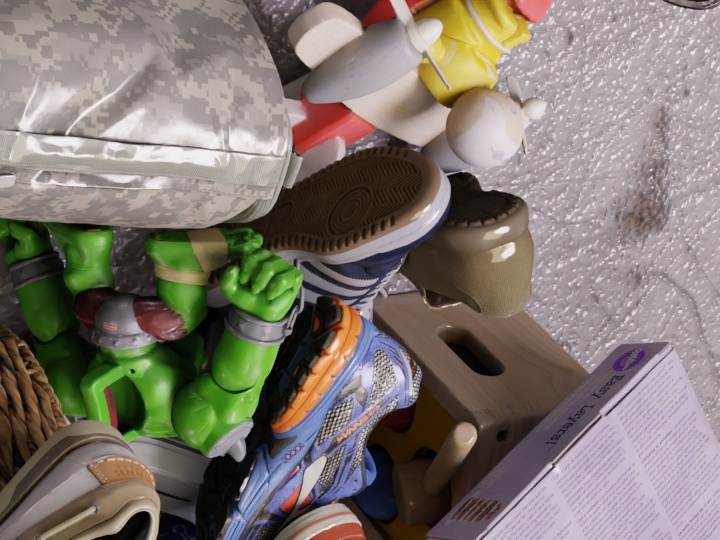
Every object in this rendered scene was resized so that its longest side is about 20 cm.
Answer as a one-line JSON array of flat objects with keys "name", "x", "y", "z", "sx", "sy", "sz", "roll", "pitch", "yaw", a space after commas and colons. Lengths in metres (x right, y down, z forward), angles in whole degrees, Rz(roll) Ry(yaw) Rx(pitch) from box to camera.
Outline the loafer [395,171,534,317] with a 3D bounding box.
[{"name": "loafer", "x": 0.050, "y": -0.014, "z": 1.226, "sx": 0.076, "sy": 0.200, "sz": 0.068, "roll": -13, "pitch": 101, "yaw": -9}]

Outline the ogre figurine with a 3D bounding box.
[{"name": "ogre figurine", "x": -0.122, "y": 0.033, "z": 1.146, "sx": 0.199, "sy": 0.098, "sz": 0.121, "roll": 6, "pitch": 105, "yaw": 12}]

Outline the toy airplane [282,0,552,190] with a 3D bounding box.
[{"name": "toy airplane", "x": 0.030, "y": -0.103, "z": 1.191, "sx": 0.199, "sy": 0.141, "sz": 0.200, "roll": -27, "pitch": 151, "yaw": -33}]

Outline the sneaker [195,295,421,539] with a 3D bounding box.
[{"name": "sneaker", "x": -0.032, "y": 0.113, "z": 1.161, "sx": 0.078, "sy": 0.075, "sz": 0.200, "roll": 24, "pitch": 116, "yaw": -18}]

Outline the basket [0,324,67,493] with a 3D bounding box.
[{"name": "basket", "x": -0.246, "y": 0.112, "z": 1.119, "sx": 0.148, "sy": 0.200, "sz": 0.143, "roll": -2, "pitch": 120, "yaw": -29}]

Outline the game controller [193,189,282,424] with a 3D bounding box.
[{"name": "game controller", "x": -0.059, "y": 0.032, "z": 1.297, "sx": 0.104, "sy": 0.042, "sz": 0.201, "roll": -11, "pitch": 124, "yaw": -43}]

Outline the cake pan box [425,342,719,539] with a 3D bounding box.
[{"name": "cake pan box", "x": 0.151, "y": 0.167, "z": 1.216, "sx": 0.200, "sy": 0.052, "sz": 0.185, "roll": -42, "pitch": 115, "yaw": -30}]

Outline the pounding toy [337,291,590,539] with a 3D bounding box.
[{"name": "pounding toy", "x": 0.062, "y": 0.117, "z": 1.309, "sx": 0.141, "sy": 0.200, "sz": 0.185, "roll": -7, "pitch": 121, "yaw": -27}]

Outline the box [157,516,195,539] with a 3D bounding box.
[{"name": "box", "x": -0.153, "y": 0.242, "z": 1.295, "sx": 0.199, "sy": 0.141, "sz": 0.079, "roll": -18, "pitch": 125, "yaw": -21}]

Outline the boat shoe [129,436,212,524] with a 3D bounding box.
[{"name": "boat shoe", "x": -0.083, "y": 0.119, "z": 1.260, "sx": 0.072, "sy": 0.062, "sz": 0.200, "roll": -18, "pitch": 150, "yaw": 31}]

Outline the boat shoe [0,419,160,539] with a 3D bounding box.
[{"name": "boat shoe", "x": -0.172, "y": 0.170, "z": 1.024, "sx": 0.075, "sy": 0.068, "sz": 0.200, "roll": 28, "pitch": 100, "yaw": -41}]

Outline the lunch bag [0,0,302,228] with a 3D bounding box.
[{"name": "lunch bag", "x": -0.147, "y": -0.092, "z": 1.076, "sx": 0.199, "sy": 0.168, "sz": 0.140, "roll": 4, "pitch": 116, "yaw": -32}]

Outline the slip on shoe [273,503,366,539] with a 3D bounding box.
[{"name": "slip on shoe", "x": -0.044, "y": 0.211, "z": 1.180, "sx": 0.074, "sy": 0.061, "sz": 0.200, "roll": -11, "pitch": 146, "yaw": -39}]

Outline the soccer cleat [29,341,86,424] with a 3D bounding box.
[{"name": "soccer cleat", "x": -0.172, "y": 0.136, "z": 1.229, "sx": 0.073, "sy": 0.068, "sz": 0.201, "roll": 3, "pitch": 92, "yaw": -1}]

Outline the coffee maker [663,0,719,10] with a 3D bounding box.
[{"name": "coffee maker", "x": 0.169, "y": -0.280, "z": 1.195, "sx": 0.200, "sy": 0.134, "sz": 0.193, "roll": 33, "pitch": 75, "yaw": -41}]

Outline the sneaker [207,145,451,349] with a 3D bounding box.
[{"name": "sneaker", "x": 0.000, "y": 0.000, "z": 1.175, "sx": 0.108, "sy": 0.199, "sz": 0.070, "roll": 40, "pitch": 52, "yaw": -28}]
